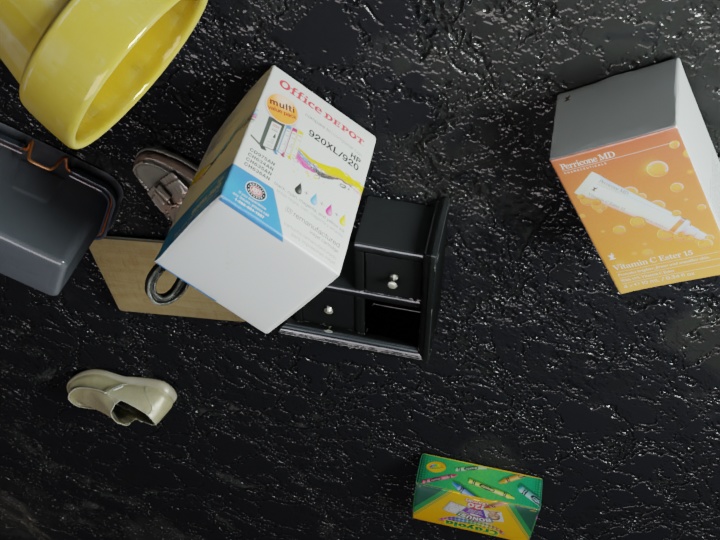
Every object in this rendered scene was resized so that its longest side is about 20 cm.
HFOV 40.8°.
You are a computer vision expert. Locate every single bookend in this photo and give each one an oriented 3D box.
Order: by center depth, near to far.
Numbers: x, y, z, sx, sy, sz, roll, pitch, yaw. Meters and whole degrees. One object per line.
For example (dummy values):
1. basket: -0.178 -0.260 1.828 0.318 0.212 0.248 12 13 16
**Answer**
1. bookend: 0.000 0.000 1.158 0.195 0.093 0.202 10 140 8

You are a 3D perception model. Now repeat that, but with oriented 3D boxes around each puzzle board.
1. puzzle board: -0.262 0.009 1.324 0.196 0.018 0.152 4 138 14

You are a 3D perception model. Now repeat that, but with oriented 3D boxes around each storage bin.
1. storage bin: -0.409 -0.072 1.184 0.197 0.136 0.146 25 141 -12

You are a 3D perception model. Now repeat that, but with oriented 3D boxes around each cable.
1. cable: -0.172 -0.041 1.124 0.050 0.199 0.098 26 148 53

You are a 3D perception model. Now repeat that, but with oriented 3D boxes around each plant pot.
1. plant pot: -0.271 -0.250 0.893 0.188 0.202 0.201 42 137 -6

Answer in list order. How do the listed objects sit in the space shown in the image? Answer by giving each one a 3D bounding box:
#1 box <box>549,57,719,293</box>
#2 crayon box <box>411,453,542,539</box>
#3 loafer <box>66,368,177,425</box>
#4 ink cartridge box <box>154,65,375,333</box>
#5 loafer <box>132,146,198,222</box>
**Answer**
1. box: 0.282 -0.086 0.951 0.123 0.099 0.201 -13 133 31
2. crayon box: 0.185 0.366 1.556 0.196 0.059 0.120 10 141 7
3. loafer: -0.396 0.209 1.567 0.196 0.069 0.076 0 139 20
4. ink cartridge box: -0.094 -0.075 1.015 0.146 0.202 0.144 33 137 -20
5. loafer: -0.193 -0.068 1.168 0.199 0.064 0.071 38 137 -25
